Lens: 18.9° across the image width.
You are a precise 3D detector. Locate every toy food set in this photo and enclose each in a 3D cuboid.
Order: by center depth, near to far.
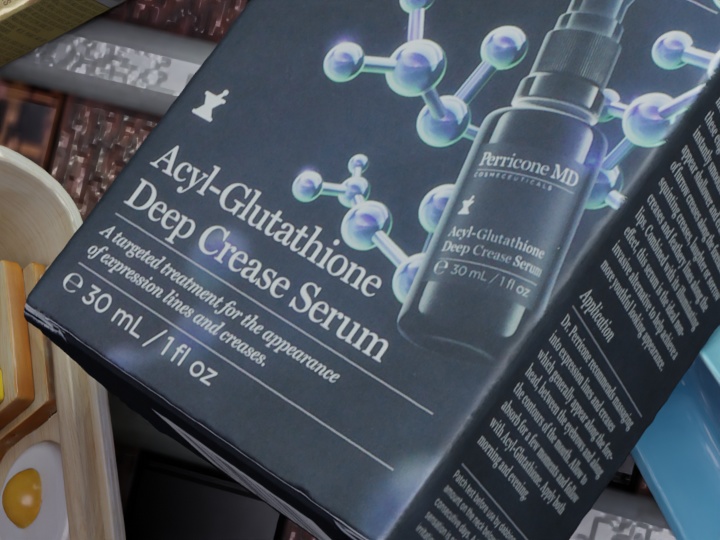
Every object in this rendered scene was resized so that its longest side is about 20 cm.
[{"bbox_3d":[-0.150,0.074,0.751,0.143,0.060,0.201,-36,53,39],"label":"toy food set"}]

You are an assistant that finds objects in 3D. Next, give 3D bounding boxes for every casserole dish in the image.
[{"bbox_3d":[0.145,0.092,0.722,0.039,0.121,0.201,-25,81,-13],"label":"casserole dish"}]

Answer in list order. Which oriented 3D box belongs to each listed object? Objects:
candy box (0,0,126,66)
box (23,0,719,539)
[{"bbox_3d":[-0.119,-0.155,0.816,0.199,0.055,0.116,-26,81,11],"label":"candy box"},{"bbox_3d":[0.025,-0.014,0.665,0.148,0.107,0.200,30,79,31],"label":"box"}]
